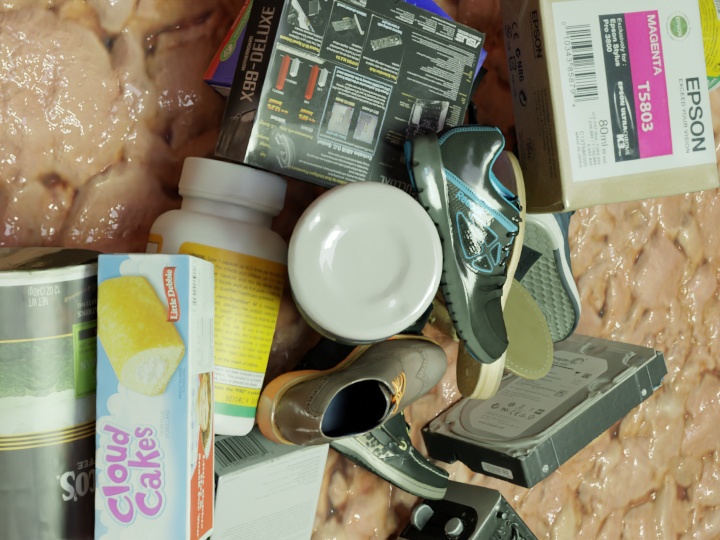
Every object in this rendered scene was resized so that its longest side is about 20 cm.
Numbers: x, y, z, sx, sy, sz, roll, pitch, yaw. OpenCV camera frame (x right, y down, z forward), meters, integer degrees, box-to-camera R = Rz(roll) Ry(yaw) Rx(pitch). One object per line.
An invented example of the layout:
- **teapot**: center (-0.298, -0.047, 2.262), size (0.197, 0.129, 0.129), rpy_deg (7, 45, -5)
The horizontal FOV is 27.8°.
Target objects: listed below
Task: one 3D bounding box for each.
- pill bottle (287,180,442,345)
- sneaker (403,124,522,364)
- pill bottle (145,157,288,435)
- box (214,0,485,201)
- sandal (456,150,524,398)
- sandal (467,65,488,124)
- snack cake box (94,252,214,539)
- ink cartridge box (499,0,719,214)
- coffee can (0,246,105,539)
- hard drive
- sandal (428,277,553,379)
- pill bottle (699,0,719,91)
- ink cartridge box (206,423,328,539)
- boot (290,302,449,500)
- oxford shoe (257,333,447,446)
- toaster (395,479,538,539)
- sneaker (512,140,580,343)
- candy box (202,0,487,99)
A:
- **pill bottle**: center (0.000, 0.000, 1.122), size (0.112, 0.200, 0.115), rpy_deg (0, 86, -2)
- **sneaker**: center (0.096, -0.018, 1.153), size (0.081, 0.073, 0.202), rpy_deg (-15, 113, 3)
- **pill bottle**: center (-0.118, 0.019, 1.134), size (0.112, 0.112, 0.203), rpy_deg (14, 87, -38)
- **box**: center (-0.004, -0.140, 1.147), size (0.198, 0.050, 0.160), rpy_deg (13, 92, -37)
- **sandal**: center (0.088, 0.001, 1.237), size (0.069, 0.077, 0.215), rpy_deg (6, 90, -22)
- **sandal**: center (0.079, -0.089, 1.281), size (0.045, 0.075, 0.202), rpy_deg (23, 66, -5)
- **snack cake box**: center (-0.142, 0.091, 1.018), size (0.066, 0.115, 0.203), rpy_deg (0, 87, 1)
- **ink cartridge box**: center (0.215, -0.158, 1.254), size (0.163, 0.075, 0.203), rpy_deg (-10, 94, -22)
- **coffee can**: center (-0.247, 0.092, 1.020), size (0.145, 0.146, 0.203), rpy_deg (-7, 100, -37)
- **hard drive**: center (0.173, 0.124, 1.357), size (0.199, 0.139, 0.038), rpy_deg (-30, 113, -30)
- **sandal**: center (0.084, 0.023, 1.327), size (0.211, 0.070, 0.078), rpy_deg (42, 60, -9)
- **pill bottle**: center (0.267, -0.231, 1.393), size (0.198, 0.112, 0.114), rpy_deg (0, 96, -38)
- **ink cartridge box**: center (-0.096, 0.222, 1.203), size (0.108, 0.050, 0.202), rpy_deg (-13, 128, -36)
- **boot**: center (0.033, 0.101, 1.276), size (0.203, 0.073, 0.155), rpy_deg (34, 83, -32)
- **oxford shoe**: center (0.012, 0.101, 1.170), size (0.199, 0.072, 0.072), rpy_deg (-20, 110, -43)
- **toaster**: center (0.098, 0.315, 1.335), size (0.181, 0.118, 0.200), rpy_deg (-52, 122, -20)
- **sneaker**: center (0.177, -0.037, 1.380), size (0.203, 0.076, 0.147), rpy_deg (77, 22, -49)
- **candy box**: center (-0.010, -0.172, 1.217), size (0.200, 0.077, 0.170), rpy_deg (38, 74, -36)
